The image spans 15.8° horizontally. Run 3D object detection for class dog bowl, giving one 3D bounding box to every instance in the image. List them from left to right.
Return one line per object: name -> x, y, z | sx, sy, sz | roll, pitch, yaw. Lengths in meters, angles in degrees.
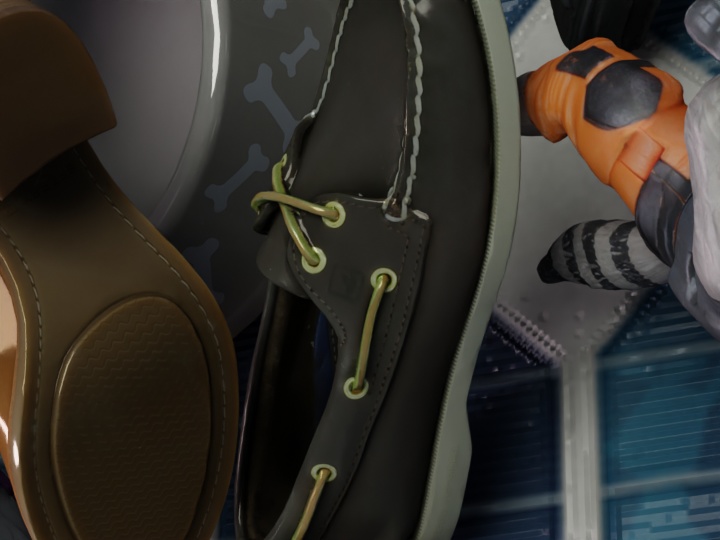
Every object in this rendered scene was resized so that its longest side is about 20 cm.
dog bowl -> -0.099, -0.063, 0.854 | 0.200, 0.059, 0.201 | -4, 84, 33

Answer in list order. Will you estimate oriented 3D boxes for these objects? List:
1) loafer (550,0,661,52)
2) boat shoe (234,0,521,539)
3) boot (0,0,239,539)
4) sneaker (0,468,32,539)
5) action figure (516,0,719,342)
loafer -> 0.106, -0.149, 0.769 | 0.068, 0.070, 0.201 | -103, 25, -54
boat shoe -> 0.000, 0.000, 0.735 | 0.072, 0.060, 0.202 | -132, 41, -52
boot -> -0.112, -0.007, 0.779 | 0.074, 0.201, 0.155 | -23, 26, -27
sneaker -> -0.164, 0.067, 0.847 | 0.074, 0.088, 0.200 | -40, 57, 8
action figure -> 0.126, -0.003, 0.694 | 0.105, 0.200, 0.193 | -58, 26, 7
